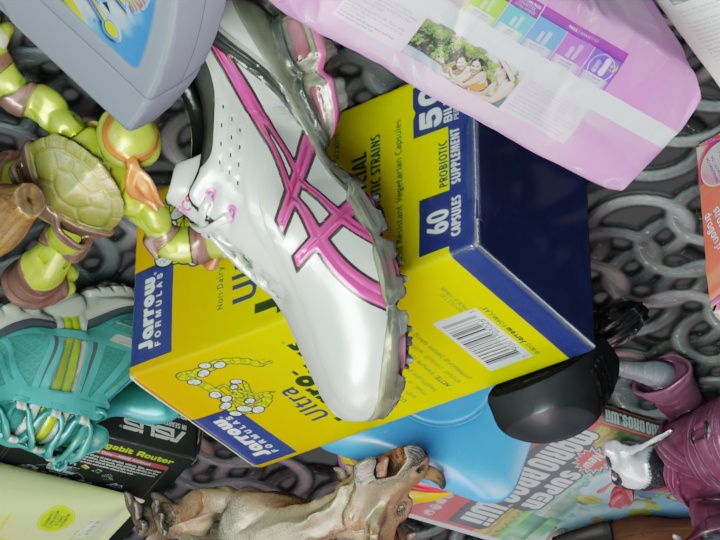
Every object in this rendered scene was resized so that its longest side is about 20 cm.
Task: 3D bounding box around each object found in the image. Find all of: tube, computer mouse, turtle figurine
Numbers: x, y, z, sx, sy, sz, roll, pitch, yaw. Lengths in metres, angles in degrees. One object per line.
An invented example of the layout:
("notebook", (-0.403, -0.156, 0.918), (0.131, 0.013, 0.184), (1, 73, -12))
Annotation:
("tube", (-0.216, 0.118, 1.480), (0.199, 0.052, 0.058), (17, 178, -30))
("computer mouse", (0.109, 0.050, 1.392), (0.058, 0.034, 0.200), (-23, -176, 22))
("turtle figurine", (-0.125, -0.034, 1.310), (0.200, 0.065, 0.161), (40, 144, -12))

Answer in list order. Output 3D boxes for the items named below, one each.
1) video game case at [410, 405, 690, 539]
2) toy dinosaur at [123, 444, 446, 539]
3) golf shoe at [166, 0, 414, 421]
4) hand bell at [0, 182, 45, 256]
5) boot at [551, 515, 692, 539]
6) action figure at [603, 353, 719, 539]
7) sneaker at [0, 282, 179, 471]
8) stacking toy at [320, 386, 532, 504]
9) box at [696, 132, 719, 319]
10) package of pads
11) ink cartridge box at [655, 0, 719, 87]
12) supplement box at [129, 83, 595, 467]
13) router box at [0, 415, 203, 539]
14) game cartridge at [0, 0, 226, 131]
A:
("video game case", (0.130, 0.124, 1.621), (0.199, 0.018, 0.143), (18, 141, -24))
("toy dinosaur", (-0.040, 0.138, 1.439), (0.135, 0.086, 0.200), (-14, -178, -21))
("golf shoe", (-0.039, -0.024, 1.241), (0.092, 0.201, 0.073), (-14, 166, -18))
("hand bell", (-0.206, -0.004, 1.324), (0.104, 0.105, 0.200), (23, 152, -30))
("boot", (0.220, 0.188, 1.667), (0.199, 0.069, 0.189), (-11, 137, 3))
("action figure", (0.204, 0.083, 1.500), (0.148, 0.135, 0.200), (-8, 171, -38))
("sneaker", (-0.158, 0.059, 1.399), (0.200, 0.080, 0.077), (-16, 160, -50))
("stacking toy", (0.025, 0.088, 1.511), (0.115, 0.110, 0.200), (18, 155, -1))
("box", (0.261, 0.002, 1.369), (0.094, 0.103, 0.200), (-28, 136, 35))
("package of pads", (0.038, -0.120, 1.171), (0.199, 0.121, 0.076), (26, 109, -32))
("ink cartridge box", (0.174, -0.146, 1.201), (0.108, 0.051, 0.200), (-17, 141, 24))
("supplement box", (0.000, 0.000, 1.360), (0.199, 0.109, 0.109), (-21, 141, 28))
("router box", (-0.204, 0.087, 1.529), (0.199, 0.062, 0.150), (16, 143, -22))
("game cartridge", (-0.108, -0.148, 1.141), (0.133, 0.040, 0.200), (39, 148, 17))
